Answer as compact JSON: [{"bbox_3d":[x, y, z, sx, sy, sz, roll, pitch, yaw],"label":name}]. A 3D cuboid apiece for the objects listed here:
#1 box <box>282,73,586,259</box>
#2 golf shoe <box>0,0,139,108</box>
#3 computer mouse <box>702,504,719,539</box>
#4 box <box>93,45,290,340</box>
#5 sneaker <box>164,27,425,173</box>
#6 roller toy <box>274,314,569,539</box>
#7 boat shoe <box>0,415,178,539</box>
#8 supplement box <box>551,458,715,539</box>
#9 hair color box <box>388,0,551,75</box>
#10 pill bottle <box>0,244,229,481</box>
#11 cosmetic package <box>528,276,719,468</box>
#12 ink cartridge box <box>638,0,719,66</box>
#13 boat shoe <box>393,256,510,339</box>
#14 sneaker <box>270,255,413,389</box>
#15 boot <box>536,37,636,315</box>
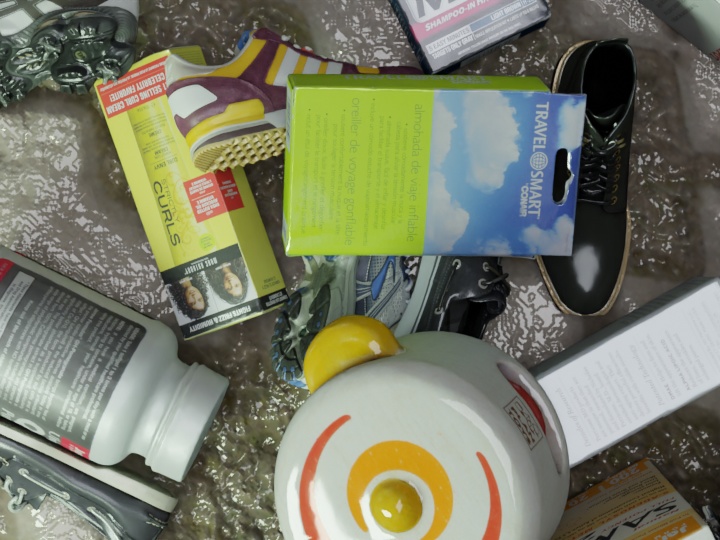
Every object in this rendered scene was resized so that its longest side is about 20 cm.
[{"bbox_3d":[0.048,-0.071,1.258,0.198,0.048,0.123,0,110,-8],"label":"box"},{"bbox_3d":[-0.249,-0.174,1.345,0.199,0.078,0.095,-2,51,17],"label":"golf shoe"},{"bbox_3d":[0.300,0.155,1.310,0.138,0.053,0.201,45,48,-21],"label":"computer mouse"},{"bbox_3d":[-0.122,-0.057,1.339,0.075,0.050,0.201,-18,91,24],"label":"box"},{"bbox_3d":[-0.043,-0.136,1.311,0.199,0.075,0.091,-15,78,-32],"label":"sneaker"},{"bbox_3d":[0.041,0.138,1.222,0.181,0.140,0.201,14,103,15],"label":"roller toy"},{"bbox_3d":[-0.234,0.152,1.342,0.199,0.073,0.063,24,88,-5],"label":"boat shoe"},{"bbox_3d":[0.179,0.208,1.272,0.125,0.200,0.074,-28,98,0],"label":"supplement box"},{"bbox_3d":[0.051,-0.250,1.340,0.100,0.061,0.201,-26,90,0],"label":"hair color box"},{"bbox_3d":[-0.199,0.071,1.320,0.199,0.111,0.111,26,91,1],"label":"pill bottle"},{"bbox_3d":[0.181,0.081,1.324,0.199,0.102,0.074,-31,89,2],"label":"cosmetic package"},{"bbox_3d":[0.224,-0.235,1.296,0.200,0.146,0.086,37,89,-1],"label":"ink cartridge box"},{"bbox_3d":[0.075,0.020,1.320,0.066,0.070,0.201,18,79,39],"label":"boat shoe"},{"bbox_3d":[0.000,0.000,1.343,0.085,0.077,0.201,30,72,-35],"label":"sneaker"},{"bbox_3d":[0.161,-0.066,1.303,0.077,0.138,0.202,-3,92,0],"label":"boot"}]
